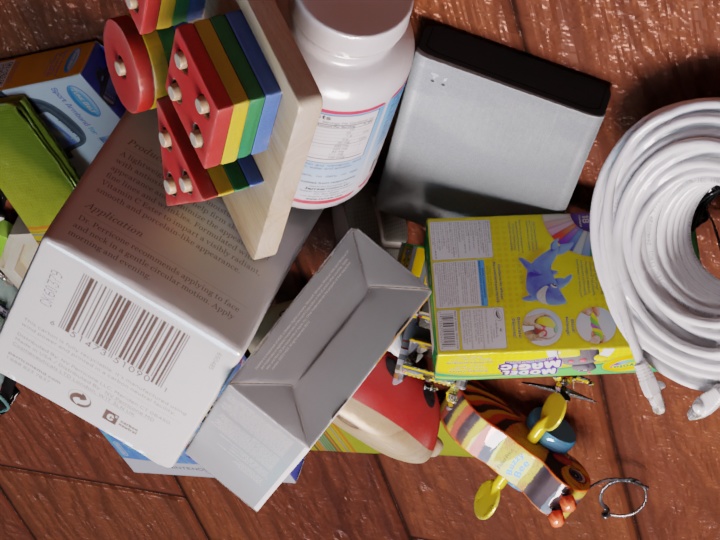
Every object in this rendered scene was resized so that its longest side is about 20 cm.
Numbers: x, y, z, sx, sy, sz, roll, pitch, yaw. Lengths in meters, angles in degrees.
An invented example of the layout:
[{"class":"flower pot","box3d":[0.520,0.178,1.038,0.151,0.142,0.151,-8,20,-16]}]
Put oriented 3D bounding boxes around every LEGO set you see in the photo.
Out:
[{"class":"LEGO set","box3d":[0.101,0.058,1.644,0.198,0.117,0.154,15,179,-2]}]

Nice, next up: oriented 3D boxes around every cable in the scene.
[{"class":"cable","box3d":[0.249,-0.019,1.436,0.199,0.069,0.201,-30,80,37]}]

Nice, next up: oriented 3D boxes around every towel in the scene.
[{"class":"towel","box3d":[-0.253,-0.056,1.714,0.086,0.018,0.201,-5,130,34]},{"class":"towel","box3d":[0.006,0.140,1.945,0.199,0.018,0.086,0,145,29]}]

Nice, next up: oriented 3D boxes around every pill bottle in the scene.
[{"class":"pill bottle","box3d":[-0.023,-0.137,1.474,0.108,0.109,0.200,21,148,0]}]

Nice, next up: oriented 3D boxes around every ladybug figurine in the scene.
[{"class":"ladybug figurine","box3d":[-0.006,0.090,1.809,0.199,0.072,0.136,35,-174,-12]}]

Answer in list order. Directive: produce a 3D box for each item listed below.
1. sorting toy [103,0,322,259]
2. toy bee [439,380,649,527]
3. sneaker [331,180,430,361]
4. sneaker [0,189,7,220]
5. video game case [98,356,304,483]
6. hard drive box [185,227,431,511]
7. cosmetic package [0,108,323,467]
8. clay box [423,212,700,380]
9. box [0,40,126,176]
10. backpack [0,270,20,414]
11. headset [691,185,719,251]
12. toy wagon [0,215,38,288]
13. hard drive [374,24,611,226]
[{"class":"sorting toy","box3d":[-0.112,-0.132,1.453,0.069,0.201,0.199,-18,156,-21]},{"class":"toy bee","box3d":[0.157,0.164,1.815,0.198,0.109,0.132,12,113,2]},{"class":"sneaker","box3d":[0.000,0.000,1.704,0.080,0.071,0.201,17,147,28]},{"class":"sneaker","box3d":[-0.349,-0.104,1.765,0.079,0.074,0.200,-2,148,10]},{"class":"video game case","box3d":[-0.167,0.121,1.934,0.180,0.046,0.200,0,144,27]},{"class":"hard drive box","box3d":[-0.042,0.077,1.583,0.077,0.156,0.200,39,158,1]},{"class":"cosmetic package","box3d":[-0.146,-0.001,1.578,0.164,0.201,0.165,31,137,-2]},{"class":"clay box","box3d":[0.149,0.017,1.548,0.198,0.116,0.048,-1,151,-3]},{"class":"box","box3d":[-0.236,-0.119,1.690,0.199,0.042,0.119,-5,140,39]},{"class":"backpack","box3d":[-0.414,0.045,1.929,0.175,0.154,0.200,-12,145,38]},{"class":"headset","box3d":[0.311,0.011,1.500,0.200,0.124,0.094,37,149,12]},{"class":"toy wagon","box3d":[-0.262,-0.004,1.877,0.199,0.040,0.155,25,148,-5]},{"class":"hard drive","box3d":[0.092,-0.087,1.552,0.139,0.033,0.200,19,148,3]}]
